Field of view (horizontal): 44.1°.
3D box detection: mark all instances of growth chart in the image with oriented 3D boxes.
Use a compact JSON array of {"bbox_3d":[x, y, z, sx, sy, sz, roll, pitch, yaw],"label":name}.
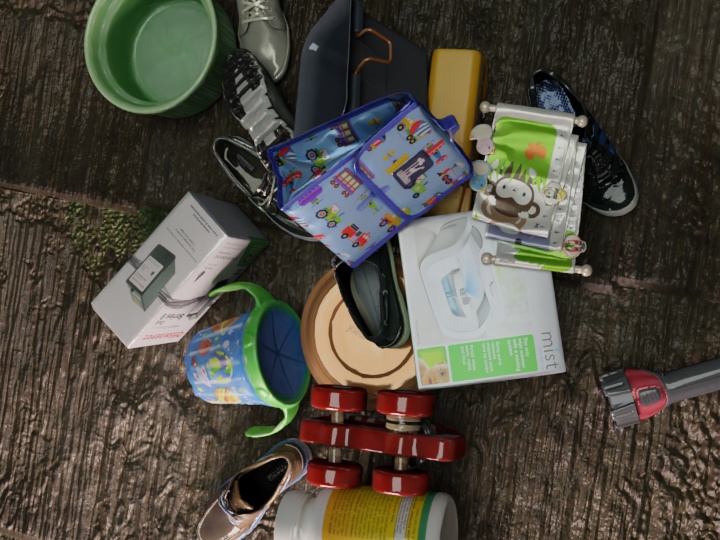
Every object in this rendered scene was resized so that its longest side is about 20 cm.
[{"bbox_3d":[0.193,-0.095,1.019,0.143,0.018,0.203,2,83,8],"label":"growth chart"}]

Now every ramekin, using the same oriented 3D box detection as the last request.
[{"bbox_3d":[-0.266,-0.306,1.216,0.197,0.098,0.203,-1,88,17],"label":"ramekin"}]

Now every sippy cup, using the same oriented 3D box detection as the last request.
[{"bbox_3d":[-0.151,0.117,1.157,0.129,0.140,0.180,-13,60,26],"label":"sippy cup"}]

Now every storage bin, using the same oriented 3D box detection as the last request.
[{"bbox_3d":[0.013,-0.215,1.070,0.145,0.133,0.202,-36,45,49],"label":"storage bin"}]

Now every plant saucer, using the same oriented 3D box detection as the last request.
[{"bbox_3d":[0.018,0.079,1.141,0.198,0.032,0.203,-1,85,11],"label":"plant saucer"}]

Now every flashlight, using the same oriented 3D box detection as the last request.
[{"bbox_3d":[0.381,0.124,1.029,0.198,0.068,0.068,-19,49,11],"label":"flashlight"}]

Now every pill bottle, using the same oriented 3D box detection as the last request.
[{"bbox_3d":[0.006,0.306,1.028,0.198,0.113,0.114,0,88,18],"label":"pill bottle"}]

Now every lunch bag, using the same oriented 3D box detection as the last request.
[{"bbox_3d":[0.023,-0.114,0.984,0.199,0.150,0.095,-30,51,19],"label":"lunch bag"}]

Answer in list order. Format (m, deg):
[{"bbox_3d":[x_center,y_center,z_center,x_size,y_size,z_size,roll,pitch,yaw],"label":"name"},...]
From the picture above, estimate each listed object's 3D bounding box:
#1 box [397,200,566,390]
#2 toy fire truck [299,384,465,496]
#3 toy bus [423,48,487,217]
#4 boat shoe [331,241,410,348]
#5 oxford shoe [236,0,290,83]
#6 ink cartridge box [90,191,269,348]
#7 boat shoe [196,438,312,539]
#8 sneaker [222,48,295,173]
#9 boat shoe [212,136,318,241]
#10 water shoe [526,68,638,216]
[{"bbox_3d":[0.143,0.034,1.066,0.174,0.097,0.203,-7,83,6],"label":"box"},{"bbox_3d":[0.032,0.195,1.058,0.198,0.168,0.114,2,87,22],"label":"toy fire truck"},{"bbox_3d":[0.115,-0.165,1.108,0.064,0.078,0.203,7,90,17],"label":"toy bus"},{"bbox_3d":[-0.002,0.001,1.093,0.074,0.066,0.202,-23,76,32],"label":"boat shoe"},{"bbox_3d":[-0.138,-0.353,1.202,0.074,0.058,0.203,-5,89,12],"label":"oxford shoe"},{"bbox_3d":[-0.234,0.002,1.171,0.200,0.146,0.084,-46,78,11],"label":"ink cartridge box"},{"bbox_3d":[-0.153,0.295,1.172,0.072,0.072,0.200,45,100,13],"label":"boat shoe"},{"bbox_3d":[-0.119,-0.203,1.177,0.066,0.090,0.201,-36,68,19],"label":"sneaker"},{"bbox_3d":[-0.122,-0.106,1.177,0.199,0.071,0.072,37,103,13],"label":"boat shoe"},{"bbox_3d":[0.258,-0.150,1.064,0.071,0.079,0.201,-36,79,12],"label":"water shoe"}]
